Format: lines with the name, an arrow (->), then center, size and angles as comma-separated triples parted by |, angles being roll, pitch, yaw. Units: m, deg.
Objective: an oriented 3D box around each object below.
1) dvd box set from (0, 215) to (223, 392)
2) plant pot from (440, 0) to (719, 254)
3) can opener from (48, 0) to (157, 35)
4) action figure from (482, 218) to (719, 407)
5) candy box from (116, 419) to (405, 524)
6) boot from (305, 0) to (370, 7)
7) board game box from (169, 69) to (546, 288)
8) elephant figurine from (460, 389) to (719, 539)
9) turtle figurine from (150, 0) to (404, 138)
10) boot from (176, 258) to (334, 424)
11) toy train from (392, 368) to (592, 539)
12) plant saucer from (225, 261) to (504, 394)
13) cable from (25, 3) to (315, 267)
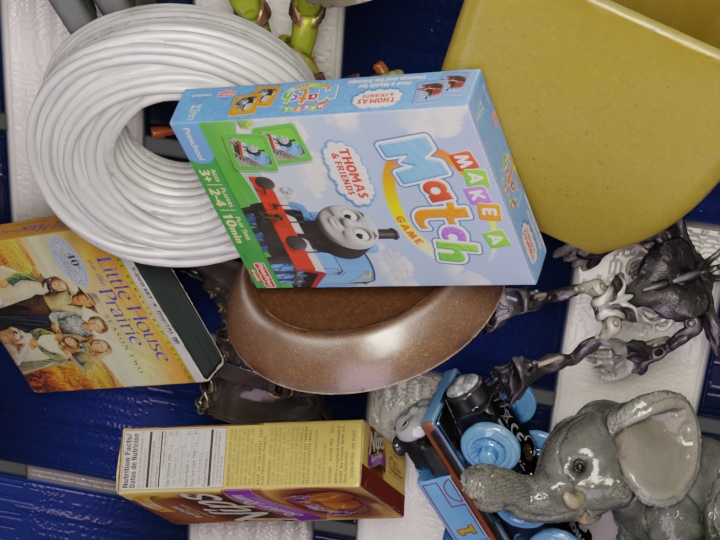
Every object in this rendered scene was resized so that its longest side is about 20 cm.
dvd box set -> -0.211, 0.026, 1.343 | 0.199, 0.029, 0.147 | -5, 123, 40
plant pot -> 0.146, -0.129, 1.108 | 0.193, 0.196, 0.201 | 23, 131, -2
can opener -> -0.175, -0.183, 1.163 | 0.052, 0.067, 0.200 | -15, 156, 7
action figure -> 0.174, 0.022, 1.245 | 0.199, 0.102, 0.120 | -17, 90, -20
candy box -> -0.075, 0.159, 1.381 | 0.198, 0.057, 0.117 | -3, 160, 19
boot -> -0.038, -0.275, 1.078 | 0.072, 0.182, 0.201 | -20, 122, -15
board game box -> 0.000, -0.052, 1.099 | 0.199, 0.037, 0.152 | -2, 136, 25
elephant figurine -> 0.194, 0.145, 1.287 | 0.200, 0.155, 0.141 | 44, 122, -13
turtle figurine -> -0.062, -0.141, 1.219 | 0.198, 0.065, 0.162 | 1, 122, 13
boot -> -0.098, 0.045, 1.344 | 0.199, 0.069, 0.175 | 20, 125, 1
toy train -> 0.102, 0.167, 1.365 | 0.114, 0.087, 0.201 | -19, 116, 30
plant saucer -> 0.000, 0.000, 1.210 | 0.199, 0.201, 0.035 | -3, 133, 15
cable -> -0.119, -0.088, 1.176 | 0.199, 0.070, 0.200 | -17, 131, 17
